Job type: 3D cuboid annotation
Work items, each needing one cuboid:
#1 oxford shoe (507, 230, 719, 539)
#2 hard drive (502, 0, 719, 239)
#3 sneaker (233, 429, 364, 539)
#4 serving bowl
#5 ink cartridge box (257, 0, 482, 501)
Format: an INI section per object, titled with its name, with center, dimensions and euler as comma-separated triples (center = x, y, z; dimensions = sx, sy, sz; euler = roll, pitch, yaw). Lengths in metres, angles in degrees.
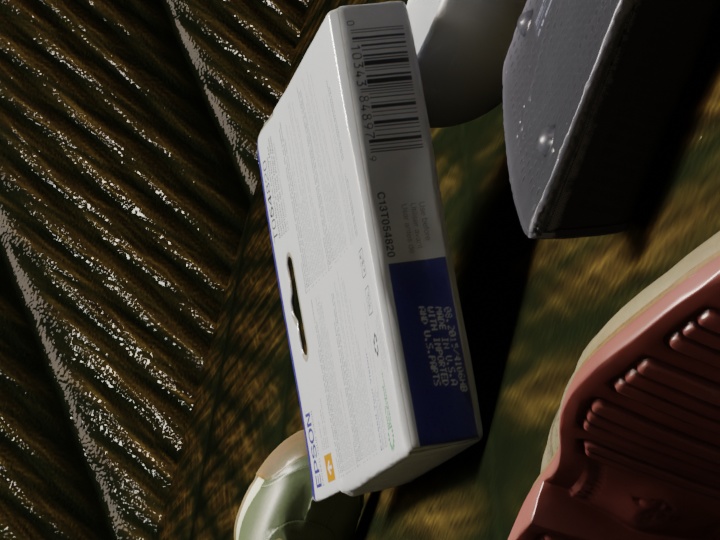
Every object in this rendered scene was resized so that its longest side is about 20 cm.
[oxford shoe]
center = 0.081, 0.018, 0.466
dimensions = 0.200, 0.070, 0.075
euler = 122, 170, -61
[hard drive]
center = 0.093, -0.097, 0.780
dimensions = 0.200, 0.042, 0.136
euler = -87, 16, -68
[sneaker]
center = -0.043, 0.190, 1.107
dimensions = 0.201, 0.067, 0.090
euler = -65, 24, 19
[serving bowl]
center = 0.074, -0.156, 0.990
dimensions = 0.200, 0.065, 0.201
euler = -160, 90, -84
[ink cartridge box]
center = 0.000, 0.000, 0.975
dimensions = 0.200, 0.040, 0.201
euler = 138, 124, -73
